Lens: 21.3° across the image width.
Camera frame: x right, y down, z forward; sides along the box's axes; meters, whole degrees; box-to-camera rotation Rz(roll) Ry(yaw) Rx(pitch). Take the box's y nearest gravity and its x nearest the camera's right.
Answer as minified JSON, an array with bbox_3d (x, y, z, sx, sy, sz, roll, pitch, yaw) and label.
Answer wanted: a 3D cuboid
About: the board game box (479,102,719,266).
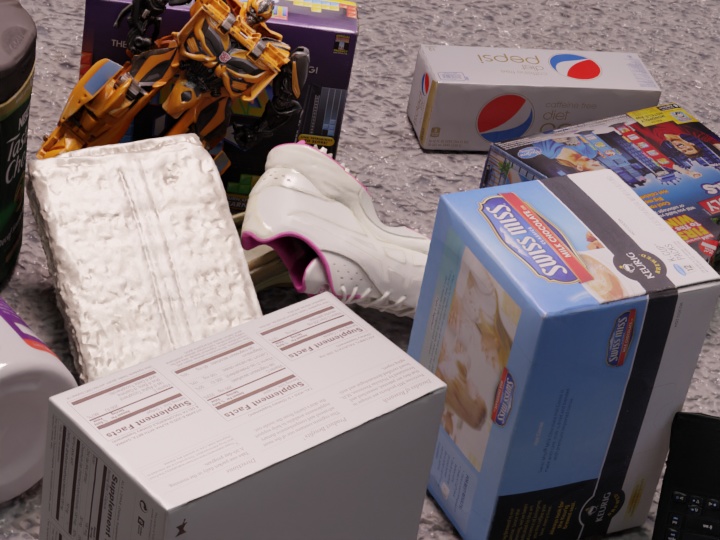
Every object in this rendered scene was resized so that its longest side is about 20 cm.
[{"bbox_3d":[0.230,-0.042,1.490,0.200,0.062,0.200,-14,43,-32],"label":"board game box"}]

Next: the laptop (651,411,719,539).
[{"bbox_3d":[0.256,0.196,1.113,0.177,0.200,0.103,11,-3,6],"label":"laptop"}]

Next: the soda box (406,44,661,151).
[{"bbox_3d":[0.144,-0.142,1.601,0.200,0.068,0.064,1,36,-15],"label":"soda box"}]

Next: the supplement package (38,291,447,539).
[{"bbox_3d":[-0.068,0.129,1.083,0.200,0.156,0.111,-20,44,-37],"label":"supplement package"}]

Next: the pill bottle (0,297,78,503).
[{"bbox_3d":[-0.270,0.047,1.181,0.111,0.111,0.200,-18,44,-35],"label":"pill bottle"}]

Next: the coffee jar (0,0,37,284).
[{"bbox_3d":[-0.269,-0.085,1.289,0.085,0.200,0.104,13,35,3],"label":"coffee jar"}]

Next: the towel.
[{"bbox_3d":[-0.142,0.002,1.285,0.132,0.034,0.200,-10,65,-18],"label":"towel"}]

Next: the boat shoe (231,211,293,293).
[{"bbox_3d":[-0.085,-0.017,1.365,0.201,0.063,0.073,-11,40,-29],"label":"boat shoe"}]

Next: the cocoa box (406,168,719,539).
[{"bbox_3d":[0.115,0.059,1.194,0.131,0.200,0.133,-9,39,-26],"label":"cocoa box"}]

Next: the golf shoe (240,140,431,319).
[{"bbox_3d":[0.000,0.000,1.334,0.200,0.075,0.092,37,61,-12],"label":"golf shoe"}]

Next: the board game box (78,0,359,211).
[{"bbox_3d":[-0.111,-0.130,1.428,0.200,0.165,0.057,7,35,-5],"label":"board game box"}]

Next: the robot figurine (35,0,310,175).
[{"bbox_3d":[-0.131,-0.120,1.361,0.145,0.200,0.058,39,22,-16],"label":"robot figurine"}]
